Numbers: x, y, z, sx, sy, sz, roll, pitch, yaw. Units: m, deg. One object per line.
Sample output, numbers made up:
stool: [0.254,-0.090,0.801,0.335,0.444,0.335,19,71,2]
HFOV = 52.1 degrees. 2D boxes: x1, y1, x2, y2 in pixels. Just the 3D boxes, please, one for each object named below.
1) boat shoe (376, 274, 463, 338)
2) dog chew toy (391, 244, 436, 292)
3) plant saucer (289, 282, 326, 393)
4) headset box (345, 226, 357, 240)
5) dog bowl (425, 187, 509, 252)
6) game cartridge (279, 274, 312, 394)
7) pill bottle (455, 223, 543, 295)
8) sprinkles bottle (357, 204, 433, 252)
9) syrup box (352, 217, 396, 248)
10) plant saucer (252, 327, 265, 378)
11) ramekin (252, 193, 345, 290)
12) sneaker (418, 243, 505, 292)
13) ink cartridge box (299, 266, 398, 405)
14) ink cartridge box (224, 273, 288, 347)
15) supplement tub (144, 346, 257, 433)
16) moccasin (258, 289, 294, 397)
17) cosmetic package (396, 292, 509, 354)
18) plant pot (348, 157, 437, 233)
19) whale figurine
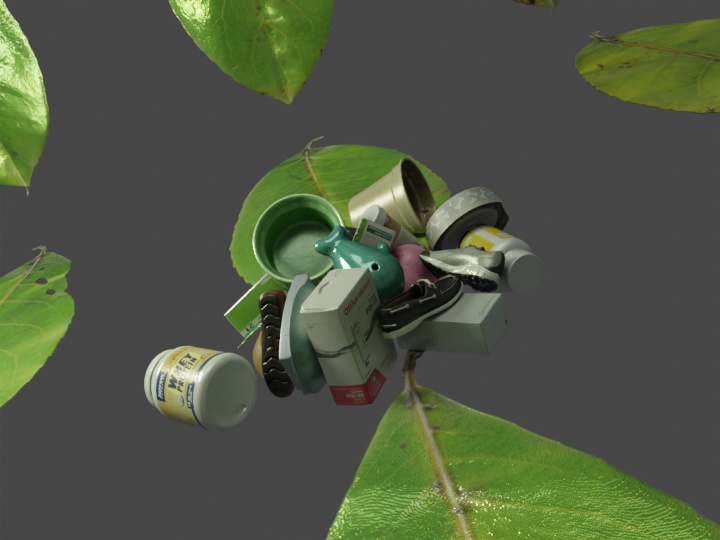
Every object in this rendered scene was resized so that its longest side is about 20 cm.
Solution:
boat shoe: [0.110,0.051,1.357,0.198,0.061,0.073,-30,20,-25]
dog chew toy: [0.086,0.038,1.528,0.123,0.126,0.201,-5,36,31]
plant saucer: [-0.074,0.124,1.359,0.038,0.204,0.202,-5,27,18]
headset box: [-0.036,-0.027,1.694,0.196,0.094,0.175,10,26,9]
dog bowl: [0.228,-0.100,1.607,0.197,0.201,0.059,-25,62,-12]
game cartridge: [-0.108,0.113,1.393,0.040,0.134,0.202,-10,45,18]
pill bottle: [0.282,-0.020,1.492,0.110,0.113,0.200,-25,23,-11]
sprinkles bottle: [0.084,-0.063,1.634,0.068,0.199,0.069,-36,33,28]
syrup box: [0.000,0.000,1.523,0.078,0.203,0.081,22,0,-2]
plant saucer: [-0.134,0.137,1.504,0.196,0.036,0.202,-12,45,12]
ramekin: [-0.122,-0.051,1.561,0.196,0.098,0.204,-2,68,5]
sneaker: [0.199,-0.014,1.442,0.198,0.074,0.080,13,66,44]
ink cartridge box: [-0.016,0.116,1.323,0.081,0.203,0.147,-5,27,29]
ink cartridge box: [-0.226,0.076,1.621,0.148,0.076,0.200,-43,4,5]
supplement tub: [-0.307,0.222,1.404,0.198,0.146,0.144,2,31,41]
moccasin: [-0.155,0.139,1.413,0.072,0.205,0.078,-12,-4,20]
cosmetic package: [0.167,0.097,1.383,0.197,0.072,0.101,-1,30,37]
plant pot: [0.076,-0.160,1.898,0.181,0.202,0.201,-22,20,25]
whale figurine: [-0.001,-0.010,1.422,0.158,0.200,0.104,-38,-16,-20]
